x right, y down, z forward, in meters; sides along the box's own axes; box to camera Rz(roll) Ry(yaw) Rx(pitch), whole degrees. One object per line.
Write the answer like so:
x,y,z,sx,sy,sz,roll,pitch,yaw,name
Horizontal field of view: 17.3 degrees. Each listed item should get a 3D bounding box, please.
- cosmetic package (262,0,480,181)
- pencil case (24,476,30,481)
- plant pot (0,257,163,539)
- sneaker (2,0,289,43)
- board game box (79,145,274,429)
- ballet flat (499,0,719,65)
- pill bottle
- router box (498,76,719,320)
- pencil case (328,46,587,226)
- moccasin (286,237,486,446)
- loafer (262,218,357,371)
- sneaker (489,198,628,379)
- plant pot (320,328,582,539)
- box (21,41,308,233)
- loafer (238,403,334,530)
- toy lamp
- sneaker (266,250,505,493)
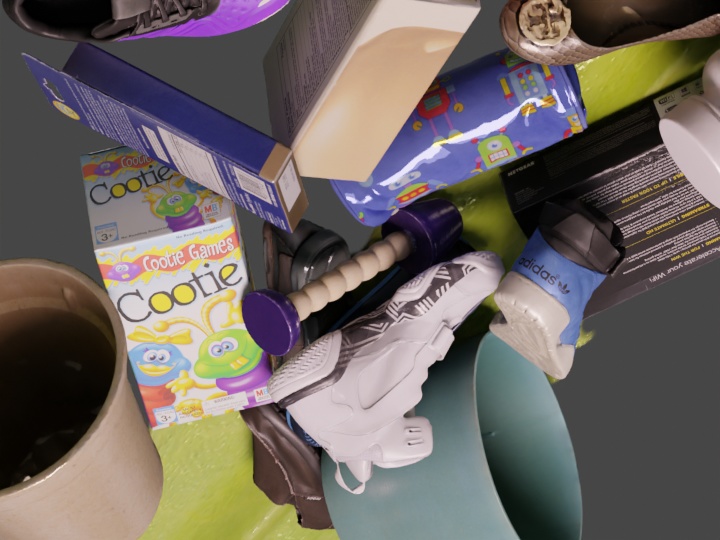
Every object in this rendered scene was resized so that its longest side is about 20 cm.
0.004,-0.159,1.604,0.071,0.106,0.200,6,146,-23,cosmetic package
-0.309,0.125,1.851,0.089,0.078,0.200,-8,138,19,pencil case
-0.234,0.123,1.741,0.200,0.201,0.184,-20,143,6,plant pot
-0.139,-0.179,1.552,0.199,0.100,0.070,-6,104,3,sneaker
-0.133,0.008,1.762,0.104,0.103,0.201,-13,136,-1,board game box
0.194,-0.184,1.670,0.199,0.068,0.046,-6,177,-18,ballet flat
0.315,-0.134,1.685,0.200,0.111,0.111,-37,135,-8,pill bottle
0.226,-0.058,1.823,0.199,0.051,0.149,-24,136,11,router box
0.069,-0.099,1.724,0.199,0.078,0.087,-25,135,11,pencil case
0.022,0.058,1.826,0.200,0.068,0.080,-52,140,3,moccasin
-0.042,0.031,1.851,0.072,0.063,0.201,-37,147,-30,loafer
0.153,0.009,1.779,0.111,0.077,0.200,-53,165,-9,sneaker
0.065,0.163,1.908,0.160,0.201,0.201,-17,137,23,plant pot
-0.132,-0.098,1.621,0.199,0.033,0.121,27,168,10,box
-0.058,0.161,1.952,0.071,0.073,0.200,-25,135,8,loafer
0.000,0.000,1.758,0.200,0.058,0.058,-32,148,-36,toy lamp
0.039,0.075,1.756,0.199,0.115,0.075,-32,176,-7,sneaker
